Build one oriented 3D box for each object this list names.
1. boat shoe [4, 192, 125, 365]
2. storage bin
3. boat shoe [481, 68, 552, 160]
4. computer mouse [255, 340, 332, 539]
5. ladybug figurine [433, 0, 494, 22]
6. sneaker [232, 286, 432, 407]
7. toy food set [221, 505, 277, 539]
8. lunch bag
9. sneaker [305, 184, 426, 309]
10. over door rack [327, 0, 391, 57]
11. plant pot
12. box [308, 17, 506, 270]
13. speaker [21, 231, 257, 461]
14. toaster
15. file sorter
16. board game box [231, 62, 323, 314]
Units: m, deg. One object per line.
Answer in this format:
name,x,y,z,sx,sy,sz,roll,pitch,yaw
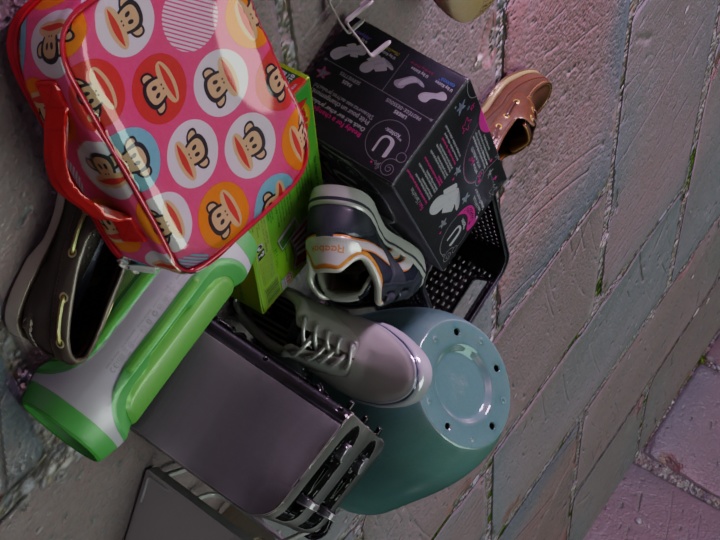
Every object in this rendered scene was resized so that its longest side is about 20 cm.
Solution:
boat shoe,-0.178,-0.034,0.956,0.202,0.059,0.072,-65,156,6
storage bin,0.077,-0.018,1.468,0.136,0.093,0.200,-55,155,-15
boat shoe,0.160,-0.156,1.522,0.200,0.067,0.073,-40,149,-42
computer mouse,-0.060,0.152,1.298,0.034,0.058,0.202,104,-29,-87
ladybug figurine,0.095,-0.311,1.210,0.136,0.071,0.202,-38,147,-42
sneaker,-0.031,0.066,1.202,0.071,0.199,0.074,9,100,-56
toy food set,-0.094,0.349,1.428,0.060,0.144,0.201,-21,138,-25
lunch bag,-0.130,-0.100,0.884,0.176,0.081,0.201,-47,128,-34
sneaker,0.000,0.000,1.209,0.200,0.078,0.080,43,51,-60
over door rack,0.040,-0.268,1.059,0.201,0.066,0.148,-51,-164,9
plant pot,0.049,0.128,1.358,0.160,0.202,0.200,-22,-166,48
box,0.033,-0.107,1.227,0.115,0.131,0.200,-54,156,-9
speaker,-0.163,0.040,1.038,0.201,0.088,0.089,-54,156,-18
toaster,-0.093,0.126,1.167,0.119,0.199,0.181,-56,164,-8
file sorter,-0.136,0.290,1.283,0.124,0.138,0.202,-12,126,-56
board game box,-0.079,-0.066,1.143,0.102,0.047,0.201,-50,155,-28
